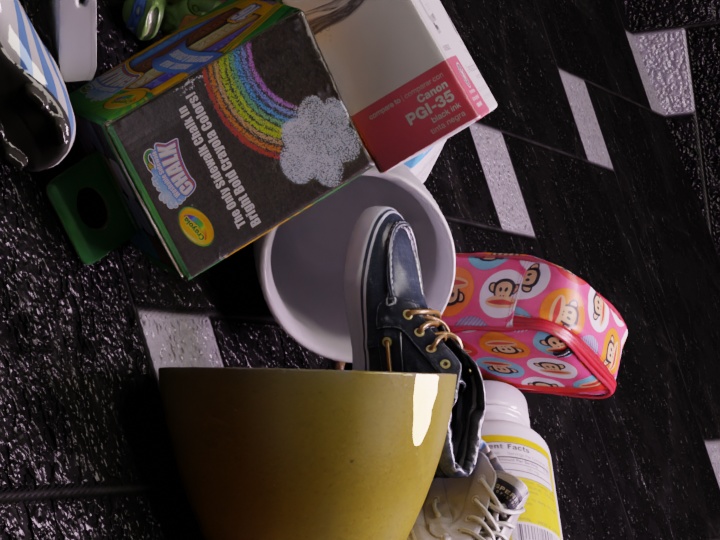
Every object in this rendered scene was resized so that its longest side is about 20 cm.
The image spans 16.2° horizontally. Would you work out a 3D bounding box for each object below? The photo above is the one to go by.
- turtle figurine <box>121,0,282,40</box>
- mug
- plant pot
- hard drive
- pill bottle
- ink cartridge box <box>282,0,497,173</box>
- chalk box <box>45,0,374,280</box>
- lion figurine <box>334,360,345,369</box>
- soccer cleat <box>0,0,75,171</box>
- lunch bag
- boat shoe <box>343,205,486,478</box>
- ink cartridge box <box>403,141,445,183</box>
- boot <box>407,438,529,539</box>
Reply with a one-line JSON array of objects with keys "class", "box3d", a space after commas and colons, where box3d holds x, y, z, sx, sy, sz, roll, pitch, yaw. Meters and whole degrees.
[{"class": "turtle figurine", "box3d": [-0.078, -0.142, 1.851, 0.200, 0.192, 0.145, -144, -114, -69]}, {"class": "mug", "box3d": [0.000, 0.000, 1.936, 0.175, 0.147, 0.201, -115, 180, -75]}, {"class": "plant pot", "box3d": [-0.036, 0.137, 1.673, 0.200, 0.198, 0.143, 10, 80, -69]}, {"class": "hard drive", "box3d": [-0.199, -0.232, 1.646, 0.201, 0.026, 0.133, -111, -160, -51]}, {"class": "pill bottle", "box3d": [0.110, 0.196, 2.104, 0.111, 0.111, 0.201, 50, 27, -45]}, {"class": "ink cartridge box", "box3d": [0.007, -0.176, 1.738, 0.201, 0.082, 0.147, 61, 11, -2]}, {"class": "chalk box", "box3d": [-0.117, -0.081, 1.687, 0.125, 0.199, 0.124, 64, -14, -19]}, {"class": "lion figurine", "box3d": [0.021, 0.163, 1.956, 0.123, 0.072, 0.201, 57, 16, -55]}, {"class": "soccer cleat", "box3d": [-0.242, -0.153, 1.571, 0.086, 0.069, 0.201, -108, 173, -67]}, {"class": "lunch bag", "box3d": [0.122, 0.052, 2.149, 0.176, 0.199, 0.083, 42, 57, -52]}, {"class": "boat shoe", "box3d": [0.043, 0.052, 1.790, 0.071, 0.090, 0.202, 10, 78, -56]}, {"class": "ink cartridge box", "box3d": [0.003, -0.111, 2.042, 0.116, 0.068, 0.200, 39, -25, 6]}, {"class": "boot", "box3d": [0.076, 0.178, 1.756, 0.074, 0.096, 0.200, 45, 6, -23]}]
